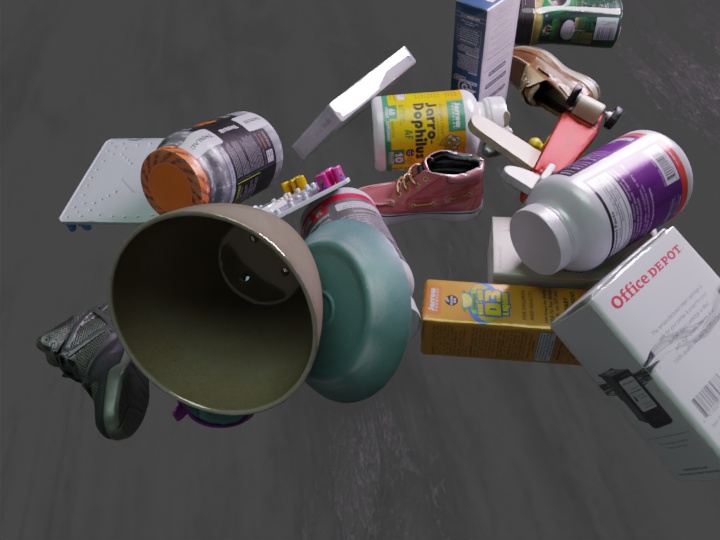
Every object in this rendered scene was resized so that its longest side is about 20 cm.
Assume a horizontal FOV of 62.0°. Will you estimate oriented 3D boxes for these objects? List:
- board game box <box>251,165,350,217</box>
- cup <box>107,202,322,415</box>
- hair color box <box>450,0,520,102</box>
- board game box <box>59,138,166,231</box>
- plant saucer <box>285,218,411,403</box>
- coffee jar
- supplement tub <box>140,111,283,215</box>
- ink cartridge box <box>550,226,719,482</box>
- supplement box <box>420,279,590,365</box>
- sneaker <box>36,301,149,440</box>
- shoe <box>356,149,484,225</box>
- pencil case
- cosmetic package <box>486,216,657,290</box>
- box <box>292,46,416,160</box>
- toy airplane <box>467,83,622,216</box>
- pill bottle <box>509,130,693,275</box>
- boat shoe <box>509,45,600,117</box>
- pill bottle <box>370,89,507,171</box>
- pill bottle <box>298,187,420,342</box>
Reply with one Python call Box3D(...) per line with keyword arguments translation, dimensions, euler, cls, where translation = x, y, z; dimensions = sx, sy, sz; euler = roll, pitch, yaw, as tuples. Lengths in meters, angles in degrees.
Box3D(translation=(-0.133, -0.081, 0.792), dimensions=(0.199, 0.026, 0.200), euler=(-29, 14, -17), cls="board game box")
Box3D(translation=(-0.120, 0.016, 0.591), dimensions=(0.198, 0.203, 0.143), euler=(5, 24, 10), cls="cup")
Box3D(translation=(0.198, -0.348, 0.969), dimensions=(0.060, 0.201, 0.100), euler=(32, 57, 29), cls="hair color box")
Box3D(translation=(-0.333, -0.136, 0.934), dimensions=(0.197, 0.026, 0.201), euler=(1, 48, 6), cls="board game box")
Box3D(translation=(-0.033, 0.043, 0.650), dimensions=(0.036, 0.201, 0.200), euler=(4, 32, -47), cls="plant saucer")
Box3D(translation=(0.391, -0.482, 1.151), dimensions=(0.197, 0.086, 0.105), euler=(5, 52, 9), cls="coffee jar")
Box3D(translation=(-0.203, -0.145, 0.836), dimensions=(0.121, 0.124, 0.200), euler=(13, 28, 17), cls="supplement tub")
Box3D(translation=(0.314, 0.080, 0.600), dimensions=(0.145, 0.083, 0.201), euler=(-33, 78, -23), cls="ink cartridge box")
Box3D(translation=(0.169, 0.060, 0.693), dimensions=(0.197, 0.069, 0.067), euler=(2, 47, 9), cls="supplement box")
Box3D(translation=(-0.304, 0.117, 0.681), dimensions=(0.113, 0.077, 0.200), euler=(-17, 45, -7), cls="sneaker")
Box3D(translation=(0.076, -0.120, 0.847), dimensions=(0.197, 0.092, 0.072), euler=(1, 47, 6), cls="shoe")
Box3D(translation=(-0.159, 0.075, 0.697), dimensions=(0.091, 0.086, 0.201), euler=(-5, 48, 0), cls="pencil case")
Box3D(translation=(0.259, -0.004, 0.739), dimensions=(0.197, 0.074, 0.104), euler=(3, 48, 7), cls="cosmetic package")
Box3D(translation=(-0.011, -0.268, 0.966), dimensions=(0.036, 0.144, 0.200), euler=(50, 59, -8), cls="box")
Box3D(translation=(0.259, -0.137, 0.816), dimensions=(0.197, 0.141, 0.202), euler=(-8, 69, -8), cls="toy airplane")
Box3D(translation=(0.267, -0.073, 0.675), dimensions=(0.199, 0.113, 0.113), euler=(-28, 51, -20), cls="pill bottle")
Box3D(translation=(0.308, -0.319, 1.020), dimensions=(0.074, 0.076, 0.200), euler=(-35, 53, -20), cls="boat shoe")
Box3D(translation=(0.117, -0.214, 0.915), dimensions=(0.197, 0.113, 0.114), euler=(-4, 47, 1), cls="pill bottle")
Box3D(translation=(0.000, 0.000, 0.732), dimensions=(0.110, 0.111, 0.201), euler=(-17, 48, -10), cls="pill bottle")
